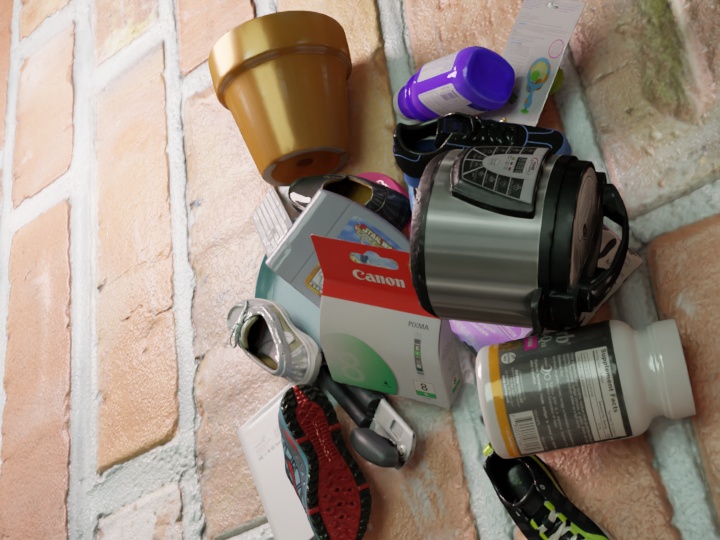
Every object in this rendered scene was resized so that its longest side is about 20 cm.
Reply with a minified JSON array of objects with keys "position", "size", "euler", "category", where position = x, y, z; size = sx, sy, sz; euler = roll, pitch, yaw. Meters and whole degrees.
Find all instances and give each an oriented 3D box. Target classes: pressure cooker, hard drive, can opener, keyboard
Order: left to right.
[{"position":[-0.124,-0.069,1.481],"size":[0.056,0.011,0.200],"euler":[-50,21,7],"category":"keyboard"},{"position":[-0.077,0.243,1.338],"size":[0.132,0.026,0.201],"euler":[-42,49,17],"category":"hard drive"},{"position":[-0.004,0.163,1.281],"size":[0.200,0.066,0.054],"euler":[44,119,44],"category":"can opener"},{"position":[0.164,-0.031,1.058],"size":[0.198,0.178,0.178],"euler":[6,92,22],"category":"pressure cooker"}]

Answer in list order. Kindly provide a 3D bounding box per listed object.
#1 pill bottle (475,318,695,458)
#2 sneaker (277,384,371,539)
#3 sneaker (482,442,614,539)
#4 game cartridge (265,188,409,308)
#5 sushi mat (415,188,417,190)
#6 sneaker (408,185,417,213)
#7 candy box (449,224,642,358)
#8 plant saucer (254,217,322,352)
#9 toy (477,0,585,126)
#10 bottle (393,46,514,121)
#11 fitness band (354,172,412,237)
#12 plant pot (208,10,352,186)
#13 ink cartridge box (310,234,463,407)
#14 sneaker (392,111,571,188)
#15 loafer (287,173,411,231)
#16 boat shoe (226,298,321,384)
[{"position":[0.222,0.114,1.061],"size":[0.198,0.117,0.118],"euler":[-13,60,14],"category":"pill bottle"},{"position":[-0.045,0.238,1.259],"size":[0.096,0.078,0.202],"euler":[119,137,-62],"category":"sneaker"},{"position":[0.183,0.253,1.074],"size":[0.072,0.083,0.200],"euler":[-51,47,9],"category":"sneaker"},{"position":[0.000,0.000,1.297],"size":[0.199,0.042,0.134],"euler":[38,101,-1],"category":"game cartridge"},{"position":[0.133,-0.068,1.208],"size":[0.095,0.012,0.201],"euler":[-35,50,9],"category":"sushi mat"},{"position":[0.088,-0.106,1.340],"size":[0.065,0.079,0.201],"euler":[-4,43,2],"category":"sneaker"},{"position":[0.184,0.005,1.199],"size":[0.200,0.071,0.168],"euler":[-50,47,9],"category":"candy box"},{"position":[-0.077,0.031,1.408],"size":[0.199,0.027,0.203],"euler":[-15,71,49],"category":"plant saucer"},{"position":[0.209,-0.229,1.302],"size":[0.115,0.047,0.202],"euler":[32,99,55],"category":"toy"},{"position":[0.109,-0.226,1.343],"size":[0.199,0.083,0.066],"euler":[-4,64,63],"category":"bottle"},{"position":[0.015,-0.040,1.389],"size":[0.143,0.037,0.201],"euler":[-42,50,16],"category":"fitness band"},{"position":[-0.096,-0.225,1.479],"size":[0.199,0.199,0.185],"euler":[-24,71,30],"category":"plant pot"},{"position":[0.023,0.060,1.206],"size":[0.159,0.201,0.050],"euler":[11,49,29],"category":"ink cartridge box"},{"position":[0.131,-0.139,1.192],"size":[0.198,0.078,0.071],"euler":[-6,52,17],"category":"sneaker"},{"position":[-0.027,-0.098,1.380],"size":[0.199,0.072,0.074],"euler":[9,74,41],"category":"loafer"},{"position":[-0.124,0.087,1.382],"size":[0.202,0.064,0.075],"euler":[37,111,50],"category":"boat shoe"}]
